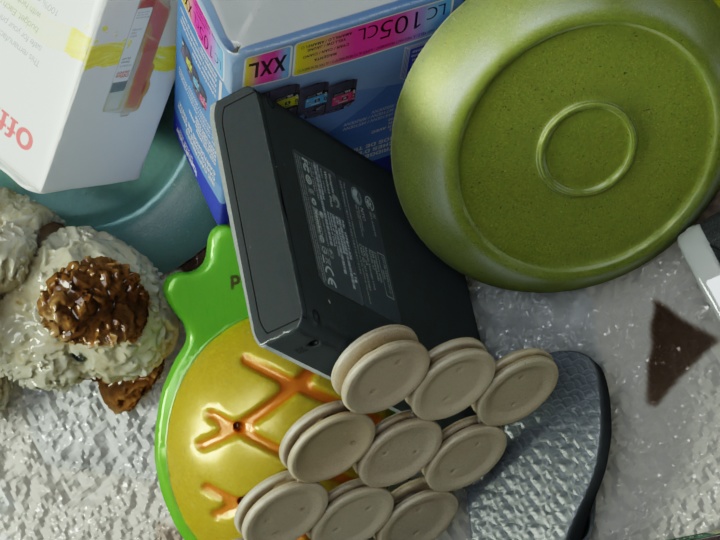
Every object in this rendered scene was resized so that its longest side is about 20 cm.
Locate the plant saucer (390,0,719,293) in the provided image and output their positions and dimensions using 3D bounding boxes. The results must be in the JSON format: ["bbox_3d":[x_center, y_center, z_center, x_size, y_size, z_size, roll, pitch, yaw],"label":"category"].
[{"bbox_3d":[0.115,-0.070,1.473,0.200,0.200,0.031,-40,32,7],"label":"plant saucer"}]

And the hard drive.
[{"bbox_3d":[0.000,0.000,1.464,0.033,0.200,0.140,-25,61,24],"label":"hard drive"}]

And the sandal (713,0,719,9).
[{"bbox_3d":[0.123,-0.166,1.543,0.199,0.080,0.087,-7,44,22],"label":"sandal"}]

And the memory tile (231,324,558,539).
[{"bbox_3d":[0.006,0.108,1.462,0.200,0.153,0.017,-54,51,27],"label":"memory tile"}]

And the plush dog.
[{"bbox_3d":[-0.180,0.012,1.542,0.171,0.200,0.161,17,80,9],"label":"plush dog"}]

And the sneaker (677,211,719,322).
[{"bbox_3d":[0.259,0.039,1.468,0.112,0.073,0.201,-31,75,9],"label":"sneaker"}]

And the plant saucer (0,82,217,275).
[{"bbox_3d":[-0.156,-0.089,1.621,0.199,0.036,0.201,-2,81,15],"label":"plant saucer"}]

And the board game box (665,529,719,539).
[{"bbox_3d":[0.128,0.201,1.474,0.199,0.023,0.105,-10,91,-2],"label":"board game box"}]

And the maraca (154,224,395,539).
[{"bbox_3d":[-0.047,0.071,1.518,0.136,0.107,0.201,-7,102,-20],"label":"maraca"}]

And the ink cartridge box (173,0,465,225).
[{"bbox_3d":[-0.026,-0.104,1.507,0.136,0.200,0.077,-17,64,-15],"label":"ink cartridge box"}]

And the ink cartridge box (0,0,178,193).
[{"bbox_3d":[-0.161,-0.164,1.519,0.145,0.083,0.201,39,120,31],"label":"ink cartridge box"}]

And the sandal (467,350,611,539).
[{"bbox_3d":[0.094,0.142,1.520,0.076,0.043,0.201,9,89,26],"label":"sandal"}]
